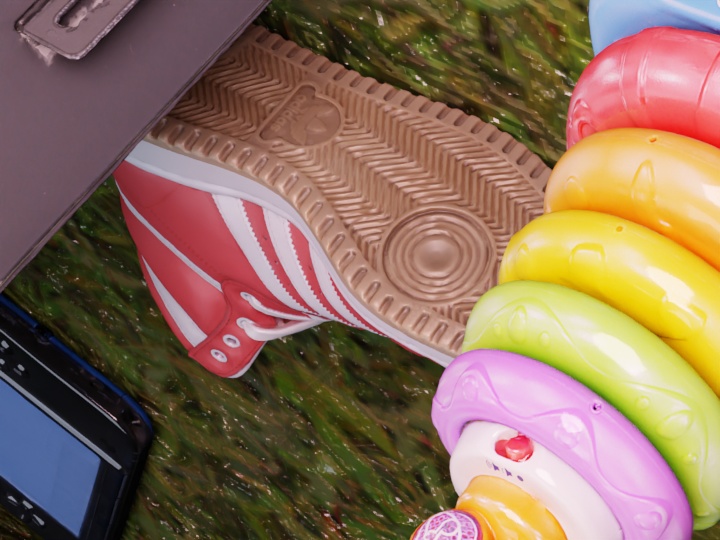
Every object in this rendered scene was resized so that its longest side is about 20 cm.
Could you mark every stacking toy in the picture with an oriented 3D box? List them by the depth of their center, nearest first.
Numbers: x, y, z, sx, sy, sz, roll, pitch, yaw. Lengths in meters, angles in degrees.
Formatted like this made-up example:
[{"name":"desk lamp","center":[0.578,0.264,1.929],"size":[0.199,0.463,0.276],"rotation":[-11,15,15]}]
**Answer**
[{"name":"stacking toy","center":[0.058,0.031,0.662],"size":[0.116,0.200,0.110],"rotation":[25,152,32]}]

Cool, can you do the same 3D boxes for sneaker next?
[{"name":"sneaker","center":[0.000,0.000,0.853],"size":[0.200,0.071,0.113],"rotation":[32,153,29]}]

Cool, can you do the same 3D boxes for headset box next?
[{"name":"headset box","center":[-0.121,-0.072,0.782],"size":[0.093,0.174,0.200],"rotation":[51,152,-21]}]

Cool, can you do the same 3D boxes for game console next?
[{"name":"game console","center":[-0.198,0.085,1.225],"size":[0.171,0.118,0.200],"rotation":[38,156,6]}]
